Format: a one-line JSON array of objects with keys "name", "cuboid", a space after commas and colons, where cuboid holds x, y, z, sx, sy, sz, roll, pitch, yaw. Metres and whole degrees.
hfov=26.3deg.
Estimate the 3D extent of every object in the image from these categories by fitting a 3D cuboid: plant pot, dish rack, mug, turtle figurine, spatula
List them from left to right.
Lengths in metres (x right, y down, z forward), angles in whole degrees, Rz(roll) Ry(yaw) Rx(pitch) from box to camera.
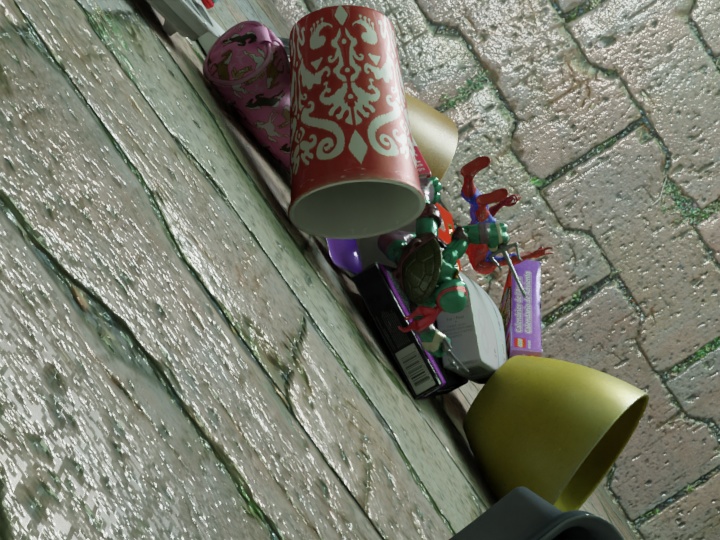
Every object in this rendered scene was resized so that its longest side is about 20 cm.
[{"name": "dish rack", "cuboid": [-0.220, -0.308, 1.483, 0.172, 0.043, 0.200, 59, 6, 22]}, {"name": "mug", "cuboid": [-0.021, -0.141, 1.542, 0.133, 0.177, 0.201, 6, 65, -25]}, {"name": "plant pot", "cuboid": [-0.002, -0.188, 2.076, 0.200, 0.186, 0.187, 38, 14, -27]}, {"name": "spatula", "cuboid": [0.000, 0.000, 1.686, 0.200, 0.020, 0.057, 53, 23, -64]}, {"name": "turtle figurine", "cuboid": [0.081, -0.002, 1.534, 0.100, 0.150, 0.200, 28, 20, -36]}, {"name": "plant pot", "cuboid": [0.196, 0.174, 1.668, 0.142, 0.200, 0.200, 36, -1, 19]}]

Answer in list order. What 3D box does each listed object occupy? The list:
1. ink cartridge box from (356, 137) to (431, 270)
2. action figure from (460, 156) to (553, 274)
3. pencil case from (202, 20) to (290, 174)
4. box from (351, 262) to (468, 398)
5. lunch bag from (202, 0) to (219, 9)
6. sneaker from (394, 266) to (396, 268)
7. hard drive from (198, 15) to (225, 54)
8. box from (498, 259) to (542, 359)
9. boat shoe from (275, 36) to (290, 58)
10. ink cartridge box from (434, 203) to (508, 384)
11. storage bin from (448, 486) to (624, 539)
[{"name": "ink cartridge box", "cuboid": [0.005, -0.121, 1.775, 0.145, 0.084, 0.201, 95, -23, -48]}, {"name": "action figure", "cuboid": [0.156, -0.057, 1.658, 0.200, 0.098, 0.066, 89, -21, -64]}, {"name": "pencil case", "cuboid": [-0.085, -0.176, 1.628, 0.083, 0.087, 0.200, 24, -14, 38]}, {"name": "box", "cuboid": [0.056, 0.067, 1.656, 0.143, 0.036, 0.200, 62, 10, 9]}, {"name": "lunch bag", "cuboid": [-0.220, -0.432, 1.974, 0.176, 0.082, 0.200, 51, 7, -45]}, {"name": "sneaker", "cuboid": [0.073, 0.019, 1.815, 0.201, 0.078, 0.077, 58, -22, 24]}, {"name": "hard drive", "cuboid": [-0.130, -0.217, 1.803, 0.132, 0.027, 0.200, 58, 6, 18]}, {"name": "box", "cuboid": [0.182, 0.102, 1.845, 0.201, 0.039, 0.137, 98, -3, -49]}, {"name": "boat shoe", "cuboid": [-0.058, -0.223, 1.696, 0.072, 0.199, 0.068, 115, -23, -53]}, {"name": "ink cartridge box", "cuboid": [0.115, 0.017, 1.686, 0.162, 0.057, 0.201, 30, 54, -70]}, {"name": "storage bin", "cuboid": [0.152, 0.245, 1.097, 0.200, 0.145, 0.134, 54, -4, -17]}]
